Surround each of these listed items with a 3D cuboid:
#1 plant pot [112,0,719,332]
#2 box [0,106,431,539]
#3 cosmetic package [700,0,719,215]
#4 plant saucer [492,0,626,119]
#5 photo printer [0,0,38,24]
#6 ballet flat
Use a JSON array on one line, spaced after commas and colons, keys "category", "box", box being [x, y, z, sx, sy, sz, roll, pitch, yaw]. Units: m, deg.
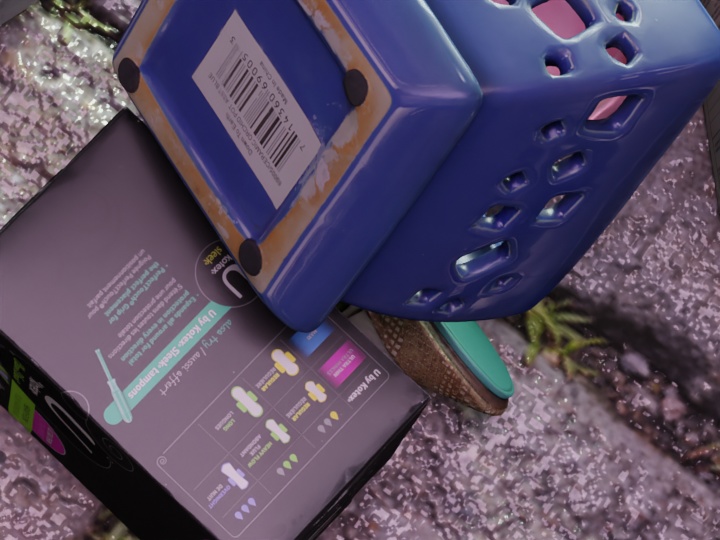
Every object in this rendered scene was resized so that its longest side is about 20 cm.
[{"category": "plant pot", "box": [0.013, -0.096, 1.357, 0.179, 0.200, 0.200, -14, 62, -41]}, {"category": "box", "box": [-0.086, 0.050, 1.430, 0.200, 0.149, 0.124, 43, 74, 4]}, {"category": "cosmetic package", "box": [0.217, -0.117, 1.533, 0.071, 0.105, 0.201, -5, 79, -9]}, {"category": "plant saucer", "box": [0.061, -0.149, 1.548, 0.200, 0.051, 0.202, 2, 76, -8]}, {"category": "photo printer", "box": [-0.253, -0.197, 1.510, 0.166, 0.069, 0.200, -33, 83, -14]}, {"category": "ballet flat", "box": [0.000, 0.000, 1.506, 0.065, 0.070, 0.200, -36, 79, 14]}]
